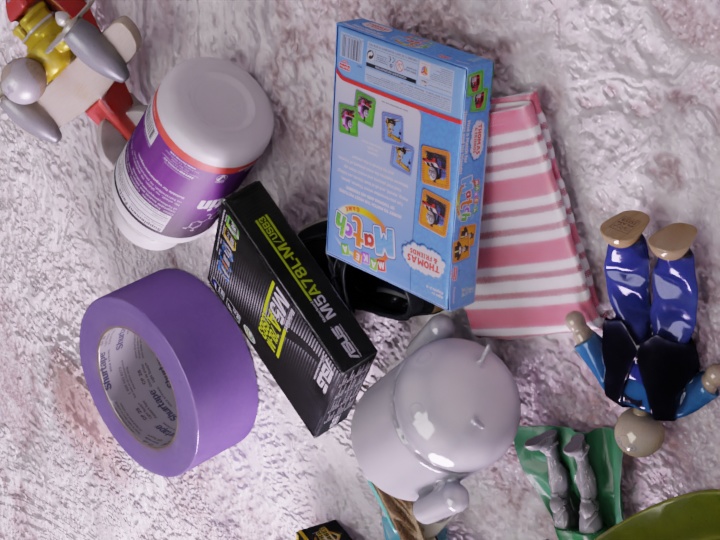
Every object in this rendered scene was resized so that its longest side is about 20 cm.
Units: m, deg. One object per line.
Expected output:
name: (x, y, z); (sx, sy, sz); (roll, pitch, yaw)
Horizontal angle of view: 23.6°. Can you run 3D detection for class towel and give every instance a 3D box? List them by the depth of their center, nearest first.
towel: (0.119, -0.041, 1.388); (0.146, 0.030, 0.202); (-4, 109, 50)

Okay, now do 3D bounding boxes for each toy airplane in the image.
toy airplane: (-0.285, -0.186, 1.685); (0.198, 0.140, 0.202); (32, 132, 34)

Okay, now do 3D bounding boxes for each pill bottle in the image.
pill bottle: (-0.164, -0.102, 1.614); (0.113, 0.112, 0.200); (55, 142, 12)

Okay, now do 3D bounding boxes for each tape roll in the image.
tape roll: (-0.201, 0.106, 1.798); (0.199, 0.085, 0.202); (27, 130, 38)

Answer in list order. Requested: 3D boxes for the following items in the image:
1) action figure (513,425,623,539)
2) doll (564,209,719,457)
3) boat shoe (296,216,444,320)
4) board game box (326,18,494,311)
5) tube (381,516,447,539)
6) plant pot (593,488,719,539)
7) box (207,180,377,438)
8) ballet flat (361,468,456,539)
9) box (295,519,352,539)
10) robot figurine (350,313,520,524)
action figure: (0.188, 0.229, 1.437); (0.117, 0.054, 0.202); (4, 116, 48)
doll: (0.213, 0.054, 1.308); (0.135, 0.048, 0.202); (17, 127, 32)
boat shoe: (0.000, 0.000, 1.520); (0.199, 0.062, 0.075); (17, 125, 45)
board game box: (0.036, -0.087, 1.393); (0.151, 0.036, 0.202); (25, 120, 41)
tube: (0.063, 0.334, 1.648); (0.077, 0.050, 0.203); (2, 108, 33)
plant pot: (0.255, 0.305, 1.306); (0.200, 0.200, 0.194); (-20, 106, 52)
box: (-0.067, 0.040, 1.589); (0.194, 0.047, 0.200); (57, 161, 13)
ballet flat: (0.062, 0.239, 1.577); (0.072, 0.068, 0.202); (-21, 85, 10)
box: (0.000, 0.364, 1.690); (0.200, 0.049, 0.161); (43, 139, 53)
robot figurine: (0.064, 0.126, 1.463); (0.200, 0.112, 0.172); (138, 130, -60)
